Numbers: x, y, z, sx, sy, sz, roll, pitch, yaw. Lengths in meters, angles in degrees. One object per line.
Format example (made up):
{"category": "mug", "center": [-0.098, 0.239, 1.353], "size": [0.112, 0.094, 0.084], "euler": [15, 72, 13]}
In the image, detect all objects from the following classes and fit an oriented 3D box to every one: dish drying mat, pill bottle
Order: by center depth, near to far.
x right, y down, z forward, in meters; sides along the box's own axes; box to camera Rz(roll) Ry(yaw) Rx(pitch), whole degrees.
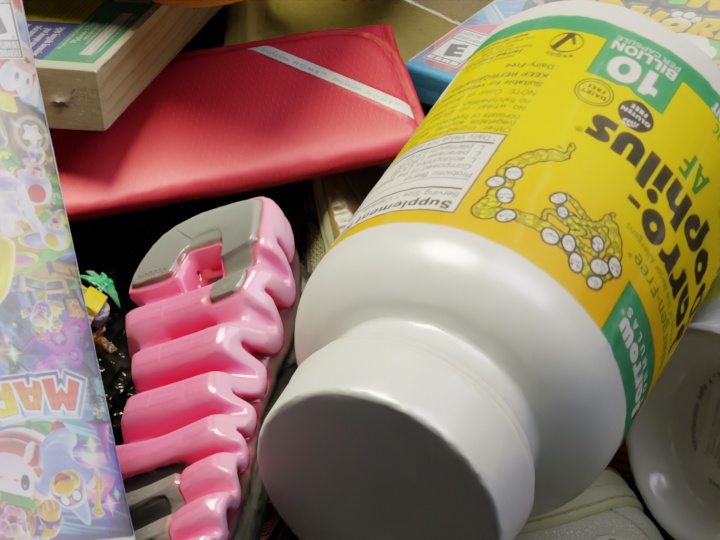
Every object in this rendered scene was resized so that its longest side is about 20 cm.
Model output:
{"category": "pill bottle", "center": [0.047, 0.009, 0.938], "size": [0.113, 0.113, 0.200], "euler": [35, 47, 2]}
{"category": "dish drying mat", "center": [-0.078, -0.052, 1.057], "size": [0.199, 0.018, 0.077], "euler": [-9, 46, -9]}

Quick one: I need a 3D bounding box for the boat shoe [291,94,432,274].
{"category": "boat shoe", "center": [0.000, 0.000, 1.082], "size": [0.073, 0.065, 0.200], "euler": [23, 42, -24]}

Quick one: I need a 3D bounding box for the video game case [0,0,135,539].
{"category": "video game case", "center": [-0.150, 0.000, 0.860], "size": [0.143, 0.018, 0.201], "euler": [-3, 71, -34]}

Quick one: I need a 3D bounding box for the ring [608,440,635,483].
{"category": "ring", "center": [0.110, 0.118, 1.083], "size": [0.200, 0.019, 0.201], "euler": [22, 35, -16]}

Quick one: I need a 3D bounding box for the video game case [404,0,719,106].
{"category": "video game case", "center": [0.133, -0.102, 1.125], "size": [0.143, 0.018, 0.200], "euler": [20, 43, 37]}

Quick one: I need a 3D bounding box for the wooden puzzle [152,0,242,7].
{"category": "wooden puzzle", "center": [-0.078, -0.144, 1.102], "size": [0.185, 0.046, 0.200], "euler": [9, 25, 26]}

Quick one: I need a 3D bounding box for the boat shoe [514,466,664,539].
{"category": "boat shoe", "center": [0.039, 0.123, 0.954], "size": [0.200, 0.074, 0.066], "euler": [-22, 58, -40]}

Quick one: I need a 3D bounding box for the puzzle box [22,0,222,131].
{"category": "puzzle box", "center": [-0.121, -0.107, 1.108], "size": [0.133, 0.026, 0.200], "euler": [5, 28, 19]}

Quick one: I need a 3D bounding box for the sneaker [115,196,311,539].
{"category": "sneaker", "center": [-0.041, 0.075, 0.946], "size": [0.095, 0.079, 0.200], "euler": [47, 46, -36]}

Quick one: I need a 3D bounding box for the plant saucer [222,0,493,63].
{"category": "plant saucer", "center": [0.027, -0.086, 1.246], "size": [0.200, 0.049, 0.200], "euler": [24, 35, -15]}

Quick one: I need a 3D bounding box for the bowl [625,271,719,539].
{"category": "bowl", "center": [0.158, 0.054, 1.019], "size": [0.107, 0.200, 0.200], "euler": [-7, 50, -37]}

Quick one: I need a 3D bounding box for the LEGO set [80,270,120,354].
{"category": "LEGO set", "center": [-0.158, -0.006, 0.918], "size": [0.154, 0.116, 0.200], "euler": [45, 37, 16]}
